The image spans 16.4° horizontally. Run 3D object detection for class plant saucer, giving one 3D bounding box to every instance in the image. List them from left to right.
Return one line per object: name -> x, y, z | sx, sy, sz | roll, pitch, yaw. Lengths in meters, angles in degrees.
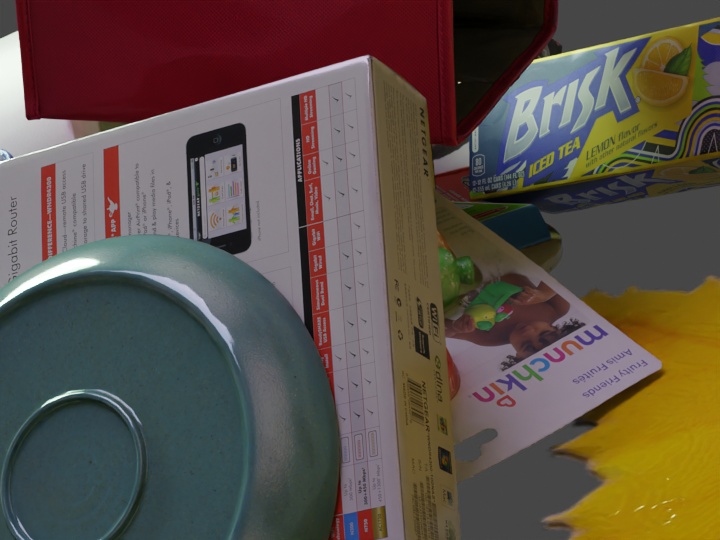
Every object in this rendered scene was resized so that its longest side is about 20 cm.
plant saucer -> -0.101, 0.079, 0.930 | 0.200, 0.201, 0.027 | -18, -25, 24

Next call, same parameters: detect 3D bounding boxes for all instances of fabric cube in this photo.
fabric cube -> -0.029, -0.178, 1.124 | 0.199, 0.197, 0.200 | 3, 20, 17

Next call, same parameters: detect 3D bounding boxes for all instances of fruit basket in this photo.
fruit basket -> -0.007, 0.022, 1.045 | 0.185, 0.094, 0.200 | -26, 40, -25

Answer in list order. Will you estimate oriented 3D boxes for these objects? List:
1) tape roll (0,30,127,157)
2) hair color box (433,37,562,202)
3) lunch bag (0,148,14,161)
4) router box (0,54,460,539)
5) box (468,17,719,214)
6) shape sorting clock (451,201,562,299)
tape roll -> -0.144, -0.033, 1.312 | 0.071, 0.203, 0.202 | -22, 15, 10
hair color box -> 0.011, -0.071, 1.380 | 0.200, 0.061, 0.102 | -14, 60, 36
lunch bag -> -0.225, 0.026, 1.139 | 0.160, 0.076, 0.200 | -11, 38, 5
router box -> -0.057, 0.035, 0.965 | 0.179, 0.201, 0.049 | -13, -23, 25
box -> 0.144, -0.075, 1.217 | 0.064, 0.070, 0.200 | 8, -12, -42
shape sorting clock -> 0.000, 0.000, 1.227 | 0.199, 0.039, 0.200 | -9, 11, 2
